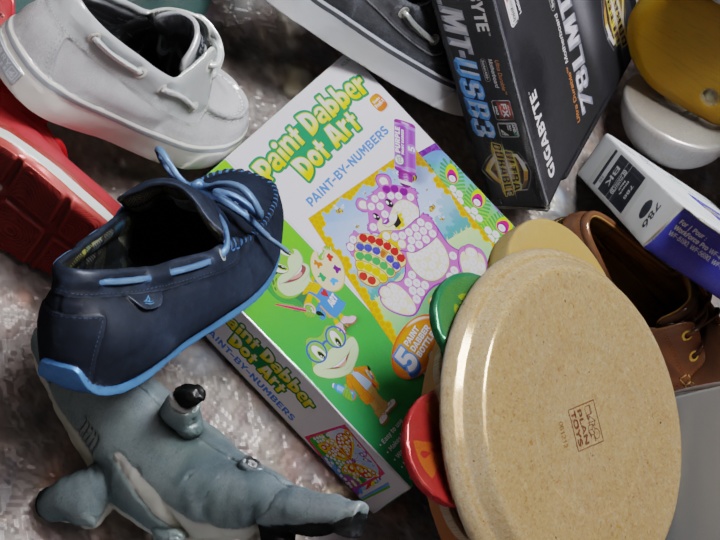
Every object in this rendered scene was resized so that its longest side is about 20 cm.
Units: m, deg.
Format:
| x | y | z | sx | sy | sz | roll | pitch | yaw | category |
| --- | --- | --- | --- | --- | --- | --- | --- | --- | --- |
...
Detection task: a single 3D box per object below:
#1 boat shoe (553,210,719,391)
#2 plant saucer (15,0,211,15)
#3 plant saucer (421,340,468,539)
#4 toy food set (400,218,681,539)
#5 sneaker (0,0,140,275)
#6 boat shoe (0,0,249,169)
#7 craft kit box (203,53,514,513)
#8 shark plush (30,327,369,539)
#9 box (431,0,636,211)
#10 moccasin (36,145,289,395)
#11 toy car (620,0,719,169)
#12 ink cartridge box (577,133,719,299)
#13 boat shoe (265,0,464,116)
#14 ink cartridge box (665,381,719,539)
| x | y | z | sx | sy | sz | roll | pitch | yaw | category |
| --- | --- | --- | --- | --- | --- | --- | --- | --- | --- |
| 0.188 | 0.038 | 1.059 | 0.200 | 0.068 | 0.072 | 39 | 49 | -9 | boat shoe |
| -0.165 | -0.214 | 0.988 | 0.199 | 0.036 | 0.201 | 16 | 56 | -26 | plant saucer |
| 0.100 | 0.101 | 0.952 | 0.200 | 0.032 | 0.202 | 14 | 70 | -43 | plant saucer |
| 0.099 | 0.083 | 0.898 | 0.198 | 0.048 | 0.201 | -38 | 108 | -44 | toy food set |
| -0.178 | -0.089 | 0.878 | 0.200 | 0.078 | 0.116 | 38 | 50 | -11 | sneaker |
| -0.108 | -0.108 | 0.899 | 0.200 | 0.068 | 0.072 | 19 | 40 | -56 | boat shoe |
| 0.000 | 0.000 | 0.971 | 0.197 | 0.049 | 0.200 | 44 | 48 | -1 | craft kit box |
| -0.085 | 0.086 | 0.780 | 0.091 | 0.200 | 0.084 | -20 | 119 | -31 | shark plush |
| 0.112 | -0.175 | 1.075 | 0.199 | 0.049 | 0.201 | -59 | 140 | -43 | box |
| -0.083 | -0.011 | 0.811 | 0.080 | 0.069 | 0.200 | 10 | 28 | 13 | moccasin |
| 0.280 | -0.138 | 1.129 | 0.199 | 0.176 | 0.150 | 33 | 41 | 13 | toy car |
| 0.204 | -0.022 | 1.051 | 0.099 | 0.039 | 0.200 | 32 | 11 | -15 | ink cartridge box |
| 0.023 | -0.156 | 1.027 | 0.200 | 0.068 | 0.072 | 25 | 22 | -41 | boat shoe |
| 0.257 | 0.162 | 0.995 | 0.199 | 0.083 | 0.147 | 19 | 65 | -31 | ink cartridge box |
